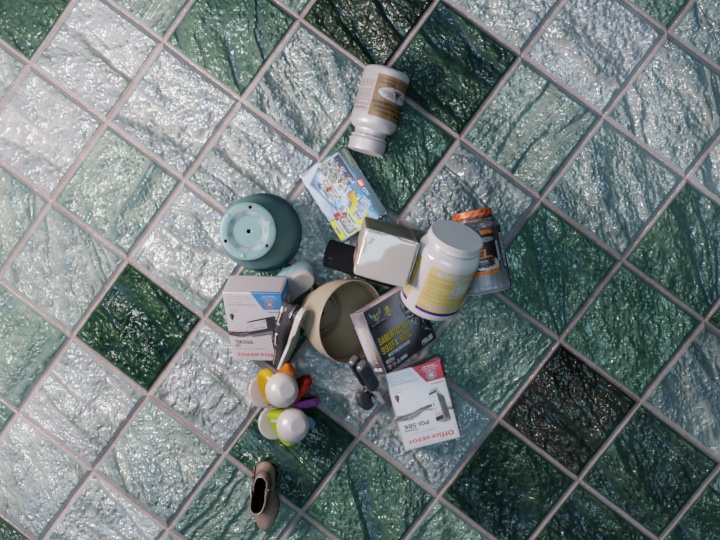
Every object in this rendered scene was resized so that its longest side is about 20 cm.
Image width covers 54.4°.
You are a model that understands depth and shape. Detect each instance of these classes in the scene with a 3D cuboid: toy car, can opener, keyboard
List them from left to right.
[{"bbox_3d":[-0.175,0.326,1.729,0.150,0.175,0.200,-18,91,-32],"label":"toy car"},{"bbox_3d":[0.000,0.000,1.758,0.200,0.040,0.104,18,71,3],"label":"keyboard"},{"bbox_3d":[0.009,0.280,1.691,0.053,0.200,0.067,29,69,34],"label":"can opener"}]

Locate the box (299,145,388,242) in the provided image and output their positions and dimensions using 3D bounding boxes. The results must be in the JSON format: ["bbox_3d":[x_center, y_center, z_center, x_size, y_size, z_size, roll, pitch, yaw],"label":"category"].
[{"bbox_3d":[-0.041,-0.189,1.744,0.136,0.038,0.200,-32,90,4],"label":"box"}]

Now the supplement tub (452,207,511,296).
[{"bbox_3d":[0.286,-0.045,1.687,0.122,0.123,0.200,-12,91,4],"label":"supplement tub"}]

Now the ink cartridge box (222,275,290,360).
[{"bbox_3d":[-0.245,0.118,1.706,0.144,0.084,0.200,0,120,5],"label":"ink cartridge box"}]

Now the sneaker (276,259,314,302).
[{"bbox_3d":[-0.193,0.039,1.757,0.200,0.082,0.074,-28,124,21],"label":"sneaker"}]

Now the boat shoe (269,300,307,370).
[{"bbox_3d":[-0.178,0.152,1.636,0.060,0.074,0.200,27,131,6],"label":"boat shoe"}]

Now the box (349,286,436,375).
[{"bbox_3d":[0.082,0.134,1.673,0.048,0.200,0.159,-12,102,47],"label":"box"}]

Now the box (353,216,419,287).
[{"bbox_3d":[0.056,-0.047,1.637,0.128,0.200,0.109,15,102,-3],"label":"box"}]

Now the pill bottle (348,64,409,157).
[{"bbox_3d":[0.039,-0.383,1.693,0.114,0.114,0.200,16,93,3],"label":"pill bottle"}]

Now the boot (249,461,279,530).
[{"bbox_3d":[-0.244,0.569,1.732,0.070,0.146,0.200,1,93,2],"label":"boot"}]

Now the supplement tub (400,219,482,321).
[{"bbox_3d":[0.187,0.000,1.607,0.145,0.145,0.200,21,123,3],"label":"supplement tub"}]

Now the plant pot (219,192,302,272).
[{"bbox_3d":[-0.253,-0.091,1.687,0.200,0.188,0.201,0,93,4],"label":"plant pot"}]

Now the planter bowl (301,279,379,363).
[{"bbox_3d":[-0.063,0.113,1.689,0.135,0.200,0.201,10,94,47],"label":"planter bowl"}]

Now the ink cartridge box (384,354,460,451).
[{"bbox_3d":[0.153,0.325,1.729,0.146,0.083,0.200,-16,91,3],"label":"ink cartridge box"}]
